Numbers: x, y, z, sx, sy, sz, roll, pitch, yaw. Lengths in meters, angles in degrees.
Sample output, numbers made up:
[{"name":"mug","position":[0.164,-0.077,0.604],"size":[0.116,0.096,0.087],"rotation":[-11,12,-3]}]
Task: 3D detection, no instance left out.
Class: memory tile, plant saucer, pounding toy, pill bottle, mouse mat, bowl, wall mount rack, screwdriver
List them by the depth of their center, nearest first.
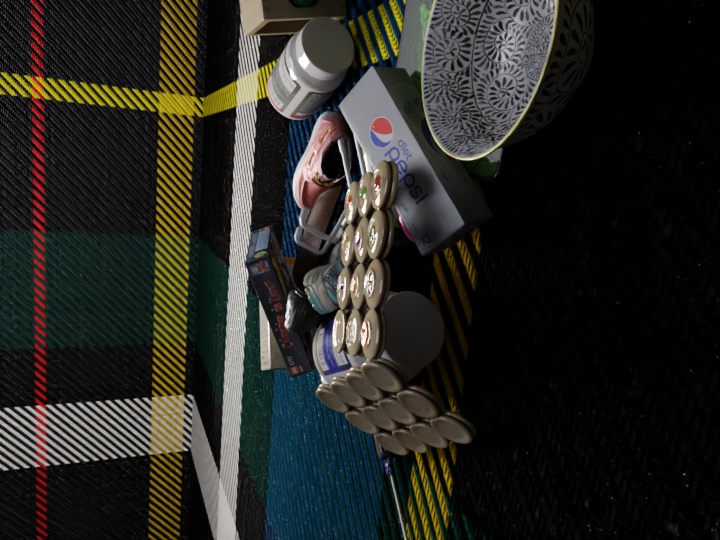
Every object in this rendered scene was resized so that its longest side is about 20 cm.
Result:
[{"name":"bowl","position":[0.141,-0.196,0.521],"size":[0.200,0.093,0.204],"rotation":[-179,90,-67]},{"name":"memory tile","position":[0.002,-0.008,0.636],"size":[0.153,0.017,0.203],"rotation":[170,105,-72]},{"name":"mouse mat","position":[0.100,-0.211,0.639],"size":[0.160,0.007,0.203],"rotation":[22,110,36]},{"name":"memory tile","position":[0.036,0.168,0.706],"size":[0.017,0.153,0.200],"rotation":[-57,9,-32]},{"name":"pill bottle","position":[0.022,0.093,0.764],"size":[0.200,0.118,0.122],"rotation":[148,119,-63]},{"name":"screwdriver","position":[0.044,0.300,0.813],"size":[0.028,0.029,0.202],"rotation":[121,148,-50]},{"name":"wall mount rack","position":[-0.030,-0.115,0.815],"size":[0.175,0.074,0.200],"rotation":[-63,5,-12]},{"name":"plant saucer","position":[-0.076,-0.053,0.991],"size":[0.200,0.036,0.203],"rotation":[-160,89,-89]},{"name":"pounding toy","position":[-0.108,-0.513,1.042],"size":[0.200,0.182,0.144],"rotation":[-155,56,-65]},{"name":"pill bottle","position":[-0.090,-0.357,1.046],"size":[0.200,0.112,0.116],"rotation":[164,106,-65]}]

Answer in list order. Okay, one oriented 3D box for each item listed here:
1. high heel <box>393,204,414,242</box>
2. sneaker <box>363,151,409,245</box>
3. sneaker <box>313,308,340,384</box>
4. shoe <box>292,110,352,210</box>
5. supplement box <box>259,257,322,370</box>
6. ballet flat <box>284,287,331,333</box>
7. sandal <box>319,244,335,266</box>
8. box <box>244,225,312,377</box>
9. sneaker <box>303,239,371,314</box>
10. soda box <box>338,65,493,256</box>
[{"name":"high heel","position":[0.083,-0.138,0.696],"size":[0.096,0.066,0.203],"rotation":[140,140,-73]},{"name":"sneaker","position":[0.027,-0.127,0.822],"size":[0.081,0.073,0.203],"rotation":[153,117,-67]},{"name":"sneaker","position":[-0.029,0.096,0.962],"size":[0.100,0.069,0.202],"rotation":[-48,48,46]},{"name":"shoe","position":[-0.069,-0.174,1.042],"size":[0.092,0.071,0.202],"rotation":[-108,33,-47]},{"name":"supplement box","position":[-0.121,0.080,1.092],"size":[0.073,0.124,0.203],"rotation":[158,111,-64]},{"name":"ballet flat","position":[-0.083,0.061,0.863],"size":[0.057,0.066,0.200],"rotation":[-58,-6,-4]},{"name":"sandal","position":[-0.028,-0.001,0.965],"size":[0.212,0.069,0.078],"rotation":[-94,30,-75]},{"name":"box","position":[-0.124,0.046,0.919],"size":[0.137,0.037,0.202],"rotation":[-106,-2,-67]},{"name":"sneaker","position":[0.000,0.000,0.823],"size":[0.078,0.085,0.200],"rotation":[66,-154,-15]},{"name":"soda box","position":[0.059,-0.122,0.645],"size":[0.068,0.063,0.202],"rotation":[-38,76,41]}]
